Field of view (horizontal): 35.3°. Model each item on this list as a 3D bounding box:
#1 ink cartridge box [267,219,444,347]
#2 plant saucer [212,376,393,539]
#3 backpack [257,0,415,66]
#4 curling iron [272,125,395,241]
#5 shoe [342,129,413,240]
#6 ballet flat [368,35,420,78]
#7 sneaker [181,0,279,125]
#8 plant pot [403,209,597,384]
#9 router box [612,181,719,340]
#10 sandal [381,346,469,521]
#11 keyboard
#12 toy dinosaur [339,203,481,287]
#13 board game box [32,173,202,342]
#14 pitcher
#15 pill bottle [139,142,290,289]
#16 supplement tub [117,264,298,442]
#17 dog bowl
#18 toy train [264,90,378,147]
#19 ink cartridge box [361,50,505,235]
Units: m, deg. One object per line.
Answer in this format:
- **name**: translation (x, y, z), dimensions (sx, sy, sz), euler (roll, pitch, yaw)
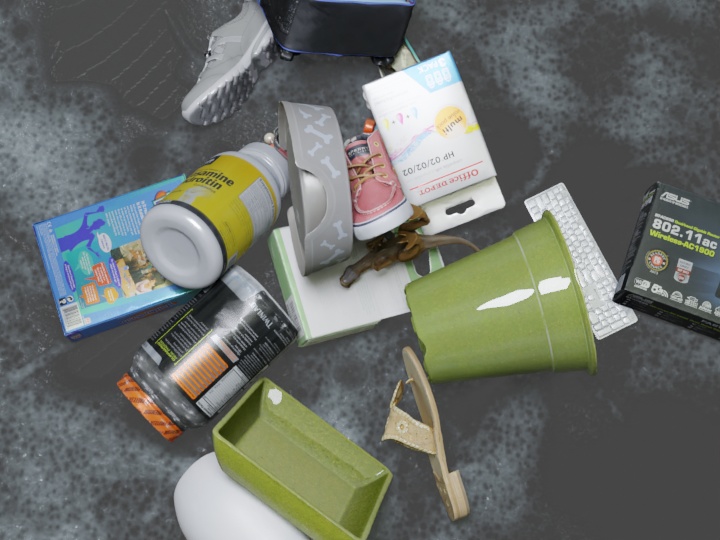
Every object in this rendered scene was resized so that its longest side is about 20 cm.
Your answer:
- **ink cartridge box**: translation (0.000, 0.000, 1.403), dimensions (0.199, 0.048, 0.146), euler (-13, 76, -19)
- **plant saucer**: translation (-0.070, 0.224, 1.279), dimensions (0.200, 0.200, 0.048), euler (36, 106, 2)
- **backpack**: translation (-0.043, -0.362, 1.417), dimensions (0.182, 0.135, 0.200), euler (-3, 45, -29)
- **curling iron**: translation (-0.031, -0.108, 1.389), dimensions (0.050, 0.026, 0.200), euler (-44, 88, 8)
- **shoe**: translation (0.008, -0.101, 1.283), dimensions (0.071, 0.200, 0.091), euler (-24, 104, 6)
- **ballet flat**: translation (0.077, -0.220, 1.454), dimensions (0.062, 0.067, 0.200), euler (-34, 69, 3)
- **sneaker**: translation (-0.173, -0.269, 1.463), dimensions (0.082, 0.075, 0.200), euler (32, 67, 14)
- **plant pot**: translation (0.155, 0.049, 1.320), dimensions (0.189, 0.200, 0.201), euler (-15, 76, 2)
- **router box**: translation (0.429, -0.003, 1.390), dimensions (0.199, 0.062, 0.150), euler (20, 74, 3)
- **sandal**: translation (0.061, 0.199, 1.337), dimensions (0.069, 0.078, 0.212), euler (-18, 82, -11)
- **keyboard**: translation (0.276, -0.013, 1.424), dimensions (0.056, 0.011, 0.200), euler (-25, 77, -6)
- **toy dinosaur**: translation (0.065, -0.034, 1.365), dimensions (0.199, 0.106, 0.061), euler (-13, 67, -11)
- **board game box**: translation (-0.288, -0.016, 1.406), dimensions (0.199, 0.045, 0.152), euler (-18, 76, -5)
- **pitcher**: translation (-0.105, 0.299, 1.295), dimensions (0.200, 0.171, 0.121), euler (38, 104, 28)
- **pill bottle**: translation (-0.164, -0.073, 1.352), dimensions (0.112, 0.112, 0.200), euler (32, 43, 8)
- **supplement tub**: translation (-0.182, 0.099, 1.337), dimensions (0.200, 0.123, 0.123), euler (-42, 80, -9)
- **dog bowl**: translation (-0.052, -0.095, 1.287), dimensions (0.058, 0.200, 0.201), euler (-7, 76, -7)
- **toy train**: translation (-0.026, -0.157, 1.436), dimensions (0.200, 0.056, 0.150), euler (-34, 79, -8)
- **ink cartridge box**: translation (0.092, -0.149, 1.370), dimensions (0.115, 0.068, 0.200), euler (-21, 94, 6)
